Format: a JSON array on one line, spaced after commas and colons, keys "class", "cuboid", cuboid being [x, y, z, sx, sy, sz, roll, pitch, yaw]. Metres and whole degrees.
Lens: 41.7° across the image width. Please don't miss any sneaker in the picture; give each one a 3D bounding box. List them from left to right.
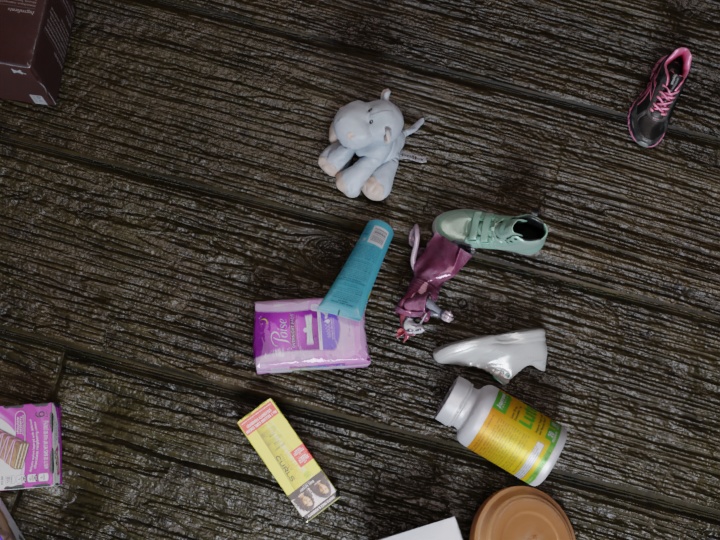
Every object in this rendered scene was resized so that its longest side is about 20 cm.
[{"class": "sneaker", "cuboid": [0.227, -0.079, 1.639, 0.199, 0.118, 0.074, 8, 78, 0]}, {"class": "sneaker", "cuboid": [0.225, 0.153, 1.614, 0.199, 0.075, 0.089, -7, 89, -6]}, {"class": "sneaker", "cuboid": [0.553, -0.322, 1.724, 0.079, 0.095, 0.201, 23, 78, 1]}]

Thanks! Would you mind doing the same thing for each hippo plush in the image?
[{"class": "hippo plush", "cuboid": [0.025, -0.216, 1.639, 0.199, 0.161, 0.160, -2, 77, -3]}]

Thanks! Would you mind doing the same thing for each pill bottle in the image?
[{"class": "pill bottle", "cuboid": [0.229, 0.260, 1.564, 0.200, 0.111, 0.111, 30, 77, 4]}]

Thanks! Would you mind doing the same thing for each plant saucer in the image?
[{"class": "plant saucer", "cuboid": [0.269, 0.449, 1.525, 0.199, 0.032, 0.201, 8, 69, -22]}]

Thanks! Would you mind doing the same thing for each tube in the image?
[{"class": "tube", "cuboid": [0.000, 0.000, 1.608, 0.077, 0.051, 0.200, 11, 52, 21]}]

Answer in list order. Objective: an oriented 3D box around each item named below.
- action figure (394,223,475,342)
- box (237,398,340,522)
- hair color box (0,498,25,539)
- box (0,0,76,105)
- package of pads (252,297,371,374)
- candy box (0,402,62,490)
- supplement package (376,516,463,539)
[{"class": "action figure", "cuboid": [0.106, 0.027, 1.602, 0.149, 0.134, 0.200, 32, 75, 6]}, {"class": "box", "cuboid": [-0.118, 0.313, 1.566, 0.075, 0.050, 0.200, -34, 80, -9]}, {"class": "hair color box", "cuboid": [-0.563, 0.448, 1.484, 0.065, 0.109, 0.200, -35, 81, -10]}, {"class": "box", "cuboid": [-0.614, -0.422, 1.655, 0.163, 0.166, 0.201, 8, 76, -2]}, {"class": "package of pads", "cuboid": [-0.084, 0.108, 1.603, 0.199, 0.076, 0.121, -3, 73, -4]}, {"class": "candy box", "cuboid": [-0.596, 0.291, 1.544, 0.199, 0.061, 0.137, -5, 78, -3]}, {"class": "supplement package", "cuboid": [0.107, 0.508, 1.478, 0.155, 0.111, 0.201, -17, 70, 1]}]
